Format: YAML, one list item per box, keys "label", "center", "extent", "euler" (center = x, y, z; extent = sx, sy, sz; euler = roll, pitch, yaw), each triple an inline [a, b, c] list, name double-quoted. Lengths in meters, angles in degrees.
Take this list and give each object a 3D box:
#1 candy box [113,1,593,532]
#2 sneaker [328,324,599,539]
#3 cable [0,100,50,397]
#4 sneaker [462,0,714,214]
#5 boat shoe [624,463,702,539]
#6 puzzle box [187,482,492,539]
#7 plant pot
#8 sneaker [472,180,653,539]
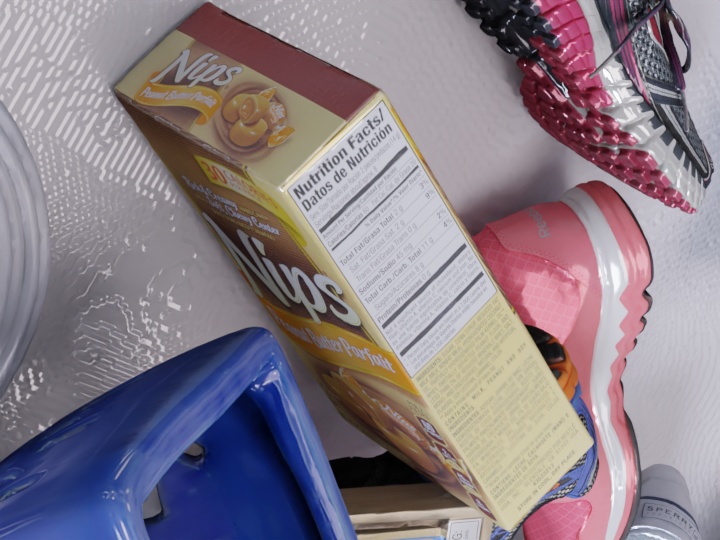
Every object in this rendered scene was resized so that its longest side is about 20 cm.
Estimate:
- label: "candy box"
  center: [0.000, 0.000, 0.959]
  extent: [0.055, 0.115, 0.200]
  euler: [-45, 130, -13]
- label: "sneaker"
  center: [0.020, 0.112, 1.062]
  extent: [0.200, 0.075, 0.079]
  euler: [-35, 120, 5]
- label: "cable"
  center: [-0.193, 0.000, 0.826]
  extent: [0.200, 0.069, 0.201]
  euler: [-34, 134, -23]
- label: "sneaker"
  center: [0.105, -0.096, 1.042]
  extent: [0.075, 0.080, 0.200]
  euler: [-49, 138, -11]
- label: "boat shoe"
  center: [0.117, 0.182, 1.235]
  extent: [0.201, 0.073, 0.067]
  euler: [-61, -178, 32]
- label: "puzzle box"
  center: [-0.022, 0.182, 1.014]
  extent: [0.132, 0.025, 0.201]
  euler: [-2, 110, -25]
- label: "plant pot"
  center: [-0.096, 0.155, 0.869]
  extent: [0.200, 0.179, 0.201]
  euler: [-49, 119, -71]
- label: "sneaker"
  center: [0.073, 0.054, 1.130]
  extent: [0.086, 0.074, 0.201]
  euler: [-12, 122, -19]
